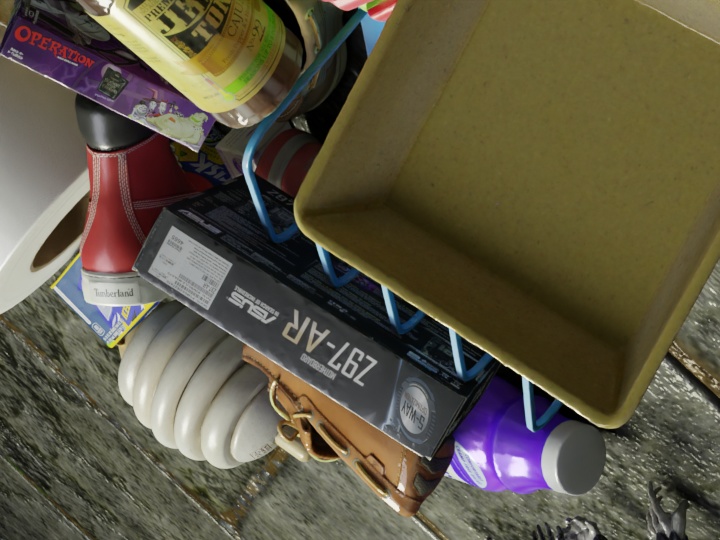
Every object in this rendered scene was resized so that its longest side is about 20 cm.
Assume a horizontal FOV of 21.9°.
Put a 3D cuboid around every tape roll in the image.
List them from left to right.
[{"bbox_3d":[-0.244,-0.085,1.306,0.139,0.203,0.203,43,157,2],"label":"tape roll"}]

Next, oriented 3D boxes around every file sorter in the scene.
[{"bbox_3d":[0.051,-0.030,0.992,0.200,0.123,0.139,36,165,19],"label":"file sorter"}]

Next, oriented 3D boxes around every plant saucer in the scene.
[{"bbox_3d":[0.093,-0.061,0.867,0.199,0.201,0.048,33,-169,24],"label":"plant saucer"}]

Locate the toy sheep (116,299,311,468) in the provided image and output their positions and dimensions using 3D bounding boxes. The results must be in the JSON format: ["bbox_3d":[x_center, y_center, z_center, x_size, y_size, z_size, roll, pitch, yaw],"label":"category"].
[{"bbox_3d":[-0.112,0.084,1.453,0.199,0.138,0.138,32,155,27],"label":"toy sheep"}]

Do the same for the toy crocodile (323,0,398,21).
[{"bbox_3d":[-0.008,-0.155,0.900,0.199,0.062,0.067,17,157,-35],"label":"toy crocodile"}]

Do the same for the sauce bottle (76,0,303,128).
[{"bbox_3d":[-0.109,-0.144,0.905,0.064,0.065,0.200,17,165,46],"label":"sauce bottle"}]

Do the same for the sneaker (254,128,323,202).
[{"bbox_3d":[0.000,0.000,1.215,0.086,0.074,0.201,17,146,42],"label":"sneaker"}]

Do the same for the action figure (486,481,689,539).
[{"bbox_3d":[0.176,0.196,1.224,0.199,0.103,0.119,14,145,-40],"label":"action figure"}]

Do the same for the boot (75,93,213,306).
[{"bbox_3d":[-0.128,-0.074,1.152,0.072,0.200,0.145,0,104,7],"label":"boot"}]

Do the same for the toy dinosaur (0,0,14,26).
[{"bbox_3d":[-0.202,-0.195,1.177,0.200,0.101,0.058,39,157,11],"label":"toy dinosaur"}]

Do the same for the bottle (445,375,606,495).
[{"bbox_3d":[0.081,0.109,1.273,0.199,0.065,0.084,13,143,50],"label":"bottle"}]

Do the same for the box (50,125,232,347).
[{"bbox_3d":[-0.149,-0.025,1.354,0.070,0.064,0.200,45,139,-2],"label":"box"}]

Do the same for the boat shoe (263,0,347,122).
[{"bbox_3d":[-0.048,-0.137,1.068,0.074,0.066,0.200,39,157,10],"label":"boat shoe"}]

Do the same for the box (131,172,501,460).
[{"bbox_3d":[-0.016,0.020,1.086,0.199,0.044,0.160,32,-164,7],"label":"box"}]

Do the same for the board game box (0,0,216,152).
[{"bbox_3d":[-0.138,-0.140,1.066,0.120,0.032,0.200,30,-160,-17],"label":"board game box"}]

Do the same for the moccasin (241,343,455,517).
[{"bbox_3d":[-0.017,0.102,1.280,0.201,0.078,0.073,33,-169,38],"label":"moccasin"}]

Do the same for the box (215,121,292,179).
[{"bbox_3d":[-0.036,-0.020,1.281,0.039,0.041,0.201,19,146,43],"label":"box"}]
